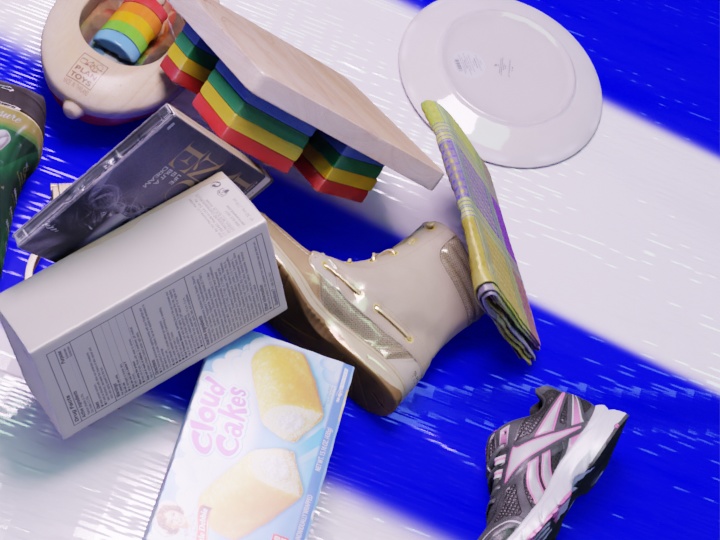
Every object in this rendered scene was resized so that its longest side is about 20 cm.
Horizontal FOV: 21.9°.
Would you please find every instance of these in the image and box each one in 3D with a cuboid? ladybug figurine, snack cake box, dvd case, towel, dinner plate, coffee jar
[{"bbox_3d":[-0.198,-0.191,1.584,0.135,0.072,0.200,33,54,5],"label":"ladybug figurine"},{"bbox_3d":[-0.087,0.149,1.399,0.114,0.067,0.201,20,54,-5],"label":"snack cake box"},{"bbox_3d":[-0.157,-0.047,1.394,0.148,0.200,0.016,-39,71,7],"label":"dvd case"},{"bbox_3d":[0.100,-0.032,1.543,0.023,0.144,0.201,-22,59,13],"label":"towel"},{"bbox_3d":[0.132,-0.182,1.714,0.198,0.024,0.202,8,55,-11],"label":"dinner plate"},{"bbox_3d":[-0.312,-0.061,1.455,0.103,0.086,0.201,14,55,-4],"label":"coffee jar"}]

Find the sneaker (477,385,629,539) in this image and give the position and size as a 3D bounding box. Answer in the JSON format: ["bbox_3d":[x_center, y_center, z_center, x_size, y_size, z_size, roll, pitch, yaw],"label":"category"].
[{"bbox_3d":[0.127,0.167,1.461,0.086,0.081,0.200,29,45,17],"label":"sneaker"}]

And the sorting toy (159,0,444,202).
[{"bbox_3d":[-0.060,-0.131,1.519,0.198,0.070,0.200,26,14,-36],"label":"sorting toy"}]

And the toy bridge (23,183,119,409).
[{"bbox_3d":[-0.231,0.016,1.465,0.067,0.027,0.202,-3,60,-18],"label":"toy bridge"}]

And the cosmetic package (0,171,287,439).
[{"bbox_3d":[-0.160,0.025,1.379,0.199,0.104,0.073,-29,49,-17],"label":"cosmetic package"}]

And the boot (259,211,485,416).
[{"bbox_3d":[0.000,0.000,1.517,0.200,0.073,0.155,44,57,6],"label":"boot"}]
